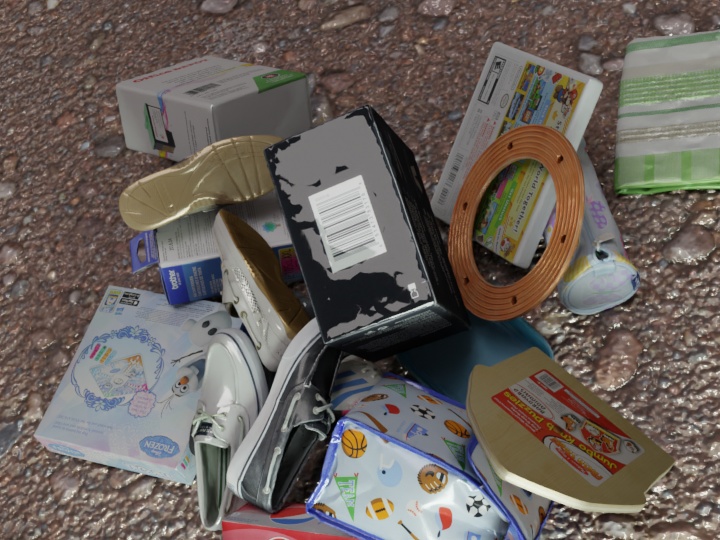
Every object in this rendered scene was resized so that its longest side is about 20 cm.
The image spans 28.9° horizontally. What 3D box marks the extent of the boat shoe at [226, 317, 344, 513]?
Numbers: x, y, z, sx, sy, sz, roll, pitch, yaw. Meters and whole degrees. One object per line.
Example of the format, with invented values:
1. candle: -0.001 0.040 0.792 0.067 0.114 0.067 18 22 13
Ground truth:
1. boat shoe: -0.056 0.140 1.361 0.067 0.072 0.202 22 76 36

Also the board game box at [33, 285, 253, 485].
1. board game box: -0.235 0.122 1.545 0.197 0.044 0.201 8 59 28

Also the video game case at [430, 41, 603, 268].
1. video game case: 0.158 -0.125 1.462 0.182 0.023 0.202 36 107 56

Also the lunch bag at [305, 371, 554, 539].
1. lunch bag: 0.076 0.187 1.262 0.198 0.170 0.125 24 107 12

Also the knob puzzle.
1. knob puzzle: 0.171 0.157 1.257 0.220 0.217 0.031 53 128 39

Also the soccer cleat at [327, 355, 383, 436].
1. soccer cleat: 0.011 0.126 1.416 0.197 0.070 0.087 5 61 27

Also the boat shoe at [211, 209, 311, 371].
1. boat shoe: -0.117 0.020 1.448 0.069 0.070 0.201 -47 48 20

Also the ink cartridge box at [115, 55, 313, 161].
1. ink cartridge box: -0.173 -0.187 1.643 0.144 0.085 0.199 -24 28 -37

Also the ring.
1. ring: 0.156 -0.047 1.395 0.200 0.019 0.203 -29 53 48

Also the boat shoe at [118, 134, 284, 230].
1. boat shoe: -0.166 -0.099 1.516 0.198 0.073 0.065 -22 12 -1

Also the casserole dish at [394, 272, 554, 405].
1. casserole dish: 0.114 0.086 1.419 0.121 0.039 0.200 -42 52 -7

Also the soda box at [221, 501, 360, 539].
1. soda box: -0.032 0.267 1.327 0.197 0.070 0.064 2 101 25

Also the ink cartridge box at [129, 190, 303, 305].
1. ink cartridge box: -0.164 -0.045 1.573 0.197 0.077 0.138 -9 51 -6

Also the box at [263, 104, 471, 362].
1. box: 0.011 -0.028 1.352 0.116 0.200 0.199 -21 77 11

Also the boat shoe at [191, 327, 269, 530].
1. boat shoe: -0.134 0.161 1.394 0.073 0.066 0.203 -7 90 39

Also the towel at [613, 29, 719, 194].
1. towel: 0.350 -0.170 1.500 0.147 0.031 0.203 -3 59 25

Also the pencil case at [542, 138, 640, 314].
1. pencil case: 0.219 -0.053 1.434 0.082 0.091 0.202 -21 51 9

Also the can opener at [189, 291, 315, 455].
1. can opener: -0.112 0.111 1.460 0.053 0.066 0.202 23 86 55

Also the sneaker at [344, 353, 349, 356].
1. sneaker: 0.000 0.000 1.495 0.077 0.091 0.201 21 69 31
